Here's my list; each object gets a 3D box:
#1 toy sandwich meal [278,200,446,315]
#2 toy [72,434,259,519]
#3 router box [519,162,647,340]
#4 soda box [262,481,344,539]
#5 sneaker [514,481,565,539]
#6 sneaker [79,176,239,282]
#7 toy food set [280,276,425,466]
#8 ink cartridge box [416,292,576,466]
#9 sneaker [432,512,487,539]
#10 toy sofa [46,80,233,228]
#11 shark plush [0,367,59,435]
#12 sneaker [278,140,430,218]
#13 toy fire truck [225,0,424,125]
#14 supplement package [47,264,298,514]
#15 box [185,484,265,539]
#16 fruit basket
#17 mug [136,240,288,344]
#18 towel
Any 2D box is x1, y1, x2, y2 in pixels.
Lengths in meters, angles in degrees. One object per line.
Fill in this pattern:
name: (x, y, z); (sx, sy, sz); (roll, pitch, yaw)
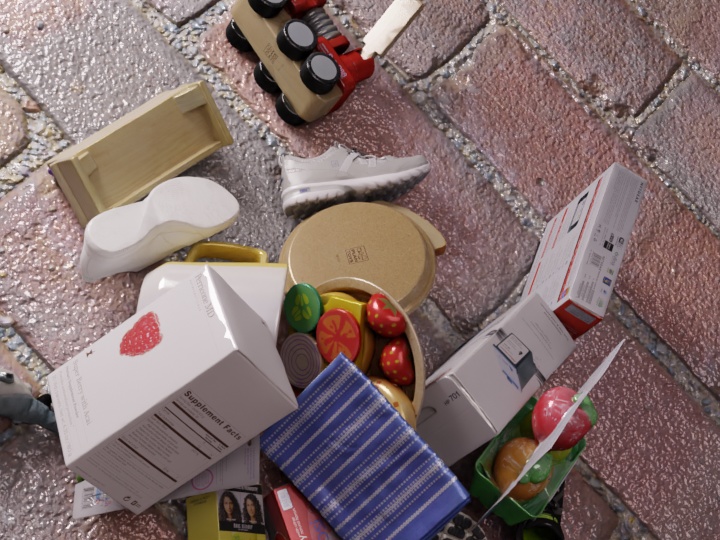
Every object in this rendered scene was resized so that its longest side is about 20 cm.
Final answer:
toy sandwich meal: (0.000, 0.000, 1.481); (0.201, 0.071, 0.208); (-1, 52, 2)
toy: (-0.194, 0.196, 1.316); (0.196, 0.048, 0.116); (-10, 50, 6)
router box: (0.257, -0.005, 1.533); (0.048, 0.180, 0.202); (27, 62, -7)
soda box: (-0.041, 0.323, 1.346); (0.063, 0.070, 0.203); (-13, 73, -26)
sneaker: (0.207, 0.282, 1.450); (0.070, 0.083, 0.202); (18, 62, -12)
sneaker: (-0.227, -0.041, 1.420); (0.198, 0.089, 0.076); (-20, 64, -37)
toy food set: (-0.015, 0.108, 1.360); (0.048, 0.196, 0.204); (-9, 107, -51)
ink cartridge box: (0.130, 0.128, 1.418); (0.086, 0.146, 0.200); (50, 43, 1)
sneaker: (0.061, 0.266, 1.404); (0.199, 0.080, 0.078); (37, 100, -21)
toy sofa: (-0.253, -0.134, 1.460); (0.199, 0.097, 0.084); (-37, 109, -29)
shark plush: (-0.390, 0.139, 1.317); (0.198, 0.090, 0.085); (23, 81, -34)
sneaker: (-0.006, -0.124, 1.542); (0.197, 0.075, 0.083); (-10, 73, -24)
toy fire truck: (-0.037, -0.302, 1.590); (0.199, 0.129, 0.177); (-29, 80, -40)
supplement package: (-0.182, 0.116, 1.234); (0.199, 0.120, 0.122); (-34, 46, 7)
box: (-0.134, 0.321, 1.310); (0.075, 0.050, 0.203); (20, 58, -48)
fruit basket: (0.203, 0.182, 1.353); (0.094, 0.200, 0.185); (42, 49, 4)
mug: (-0.163, 0.054, 1.392); (0.150, 0.187, 0.152); (8, 98, -3)
towel: (0.001, 0.204, 1.304); (0.200, 0.145, 0.024); (47, 20, 5)
